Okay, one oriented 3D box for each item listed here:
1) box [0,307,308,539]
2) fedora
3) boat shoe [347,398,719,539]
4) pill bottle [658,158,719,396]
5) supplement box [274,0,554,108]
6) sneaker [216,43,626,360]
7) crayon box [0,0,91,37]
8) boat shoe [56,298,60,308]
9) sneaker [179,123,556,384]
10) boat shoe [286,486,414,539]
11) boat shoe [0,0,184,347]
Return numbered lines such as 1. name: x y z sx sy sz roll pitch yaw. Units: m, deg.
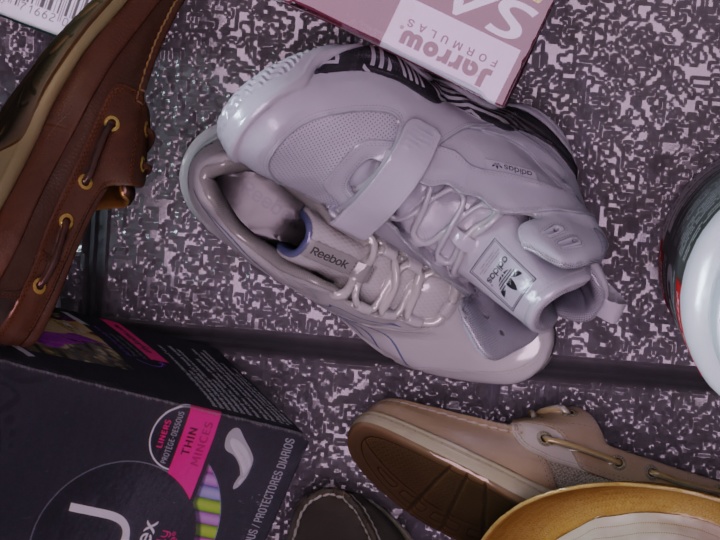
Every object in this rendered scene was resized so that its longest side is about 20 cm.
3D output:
1. box: -0.146 0.087 1.035 0.200 0.106 0.122 16 103 -32
2. fedora: 0.133 0.184 1.046 0.200 0.082 0.201 9 135 10
3. boat shoe: 0.092 0.101 1.094 0.200 0.072 0.065 21 59 1
4. pill bottle: 0.194 0.008 1.001 0.114 0.200 0.114 1 98 4
5. supplement box: 0.027 -0.124 0.992 0.109 0.200 0.061 25 99 -1
6. sneaker: 0.035 -0.029 1.004 0.200 0.115 0.075 11 129 -39
7. crayon box: -0.132 -0.213 1.065 0.127 0.051 0.200 21 99 0
8. boat shoe: -0.214 0.082 1.103 0.073 0.067 0.200 26 99 0
9. sneaker: 0.000 0.000 1.069 0.200 0.087 0.075 27 98 -2
10. boat shoe: -0.004 0.171 1.042 0.072 0.202 0.060 -31 131 15
11. boat shoe: -0.126 -0.053 0.998 0.068 0.072 0.200 37 61 -15
